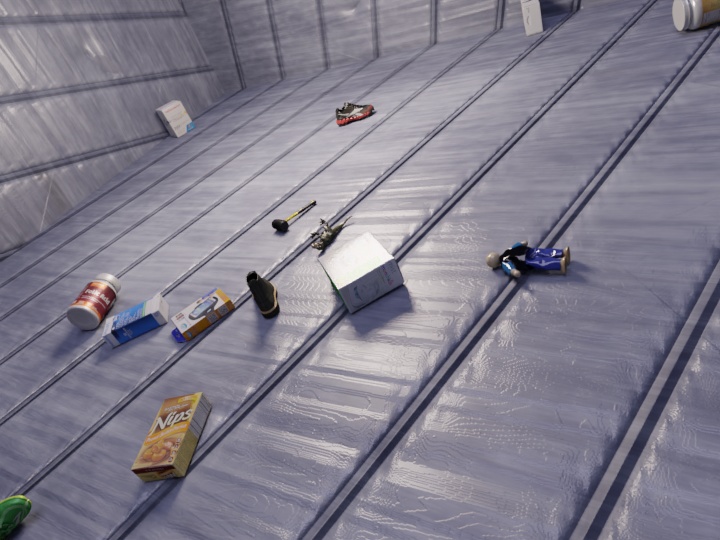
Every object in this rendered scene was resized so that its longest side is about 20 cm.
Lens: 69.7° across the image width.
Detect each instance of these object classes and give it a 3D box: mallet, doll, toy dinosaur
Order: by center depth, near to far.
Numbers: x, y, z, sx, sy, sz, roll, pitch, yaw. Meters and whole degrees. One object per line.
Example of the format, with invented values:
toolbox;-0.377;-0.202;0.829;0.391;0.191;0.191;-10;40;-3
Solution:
doll;0.408;-0.026;1.285;0.200;0.049;0.137;3;41;33
toy dinosaur;-0.117;-0.131;1.750;0.088;0.047;0.200;21;52;28
mallet;-0.238;-0.209;1.938;0.200;0.041;0.066;-35;34;-22

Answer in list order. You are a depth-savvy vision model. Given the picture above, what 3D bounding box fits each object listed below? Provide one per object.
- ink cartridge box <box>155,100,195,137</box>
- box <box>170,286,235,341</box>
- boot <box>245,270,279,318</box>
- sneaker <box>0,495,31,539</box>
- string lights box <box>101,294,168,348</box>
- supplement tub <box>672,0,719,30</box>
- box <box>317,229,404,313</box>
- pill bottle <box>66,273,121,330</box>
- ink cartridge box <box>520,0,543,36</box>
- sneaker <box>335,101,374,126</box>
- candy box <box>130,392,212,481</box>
ink cartridge box;-1.262;-1.036;3.523;0.147;0.200;0.145;-39;37;-22
box;-0.505;0.140;1.622;0.200;0.042;0.119;-36;36;-20
boot;-0.307;0.036;1.554;0.077;0.138;0.200;-31;34;-10
sneaker;-0.833;0.603;1.171;0.200;0.074;0.084;-45;36;-13
string lights box;-0.743;0.166;1.713;0.200;0.059;0.103;-25;34;-2
supplement tub;1.327;-1.015;1.978;0.200;0.145;0.145;-13;36;16
box;0.000;0.000;1.458;0.176;0.097;0.200;-30;33;-4
pill bottle;-0.959;0.108;1.873;0.114;0.114;0.200;-13;36;16
ink cartridge box;0.879;-1.315;2.653;0.084;0.145;0.200;-9;37;20
sneaker;-0.034;-0.784;2.534;0.200;0.098;0.071;-15;33;11
candy box;-0.444;0.392;1.230;0.115;0.055;0.200;-13;36;16
